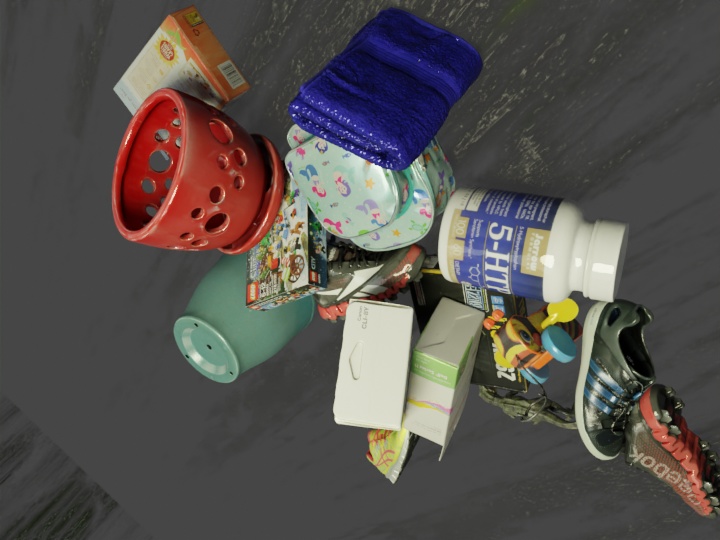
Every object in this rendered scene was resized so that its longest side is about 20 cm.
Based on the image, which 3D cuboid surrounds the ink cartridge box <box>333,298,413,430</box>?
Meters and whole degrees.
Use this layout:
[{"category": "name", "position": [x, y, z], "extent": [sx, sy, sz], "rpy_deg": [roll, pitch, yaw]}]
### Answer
[{"category": "ink cartridge box", "position": [0.023, 0.128, 0.805], "extent": [0.082, 0.148, 0.200], "rpy_deg": [6, 169, 6]}]

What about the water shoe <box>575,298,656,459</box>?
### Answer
[{"category": "water shoe", "position": [0.312, 0.138, 0.747], "extent": [0.079, 0.070, 0.204], "rpy_deg": [7, 100, 61]}]

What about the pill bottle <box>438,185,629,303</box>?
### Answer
[{"category": "pill bottle", "position": [0.201, -0.028, 0.722], "extent": [0.197, 0.120, 0.121], "rpy_deg": [12, 129, 28]}]

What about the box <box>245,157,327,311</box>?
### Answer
[{"category": "box", "position": [-0.108, -0.056, 0.879], "extent": [0.135, 0.204, 0.037], "rpy_deg": [-20, 154, 39]}]

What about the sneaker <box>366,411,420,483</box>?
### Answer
[{"category": "sneaker", "position": [0.054, 0.315, 1.126], "extent": [0.089, 0.078, 0.202], "rpy_deg": [30, 136, 15]}]

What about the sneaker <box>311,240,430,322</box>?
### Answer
[{"category": "sneaker", "position": [0.000, 0.000, 0.847], "extent": [0.198, 0.071, 0.098], "rpy_deg": [-24, 115, 35]}]

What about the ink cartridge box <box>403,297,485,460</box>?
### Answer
[{"category": "ink cartridge box", "position": [0.113, 0.155, 0.860], "extent": [0.066, 0.117, 0.203], "rpy_deg": [18, 131, 19]}]

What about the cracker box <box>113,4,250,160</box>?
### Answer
[{"category": "cracker box", "position": [-0.268, -0.270, 0.912], "extent": [0.198, 0.058, 0.135], "rpy_deg": [-24, 107, 43]}]

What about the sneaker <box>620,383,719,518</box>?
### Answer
[{"category": "sneaker", "position": [0.403, 0.243, 0.814], "extent": [0.097, 0.071, 0.202], "rpy_deg": [-27, 103, 44]}]

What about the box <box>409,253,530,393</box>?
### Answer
[{"category": "box", "position": [0.159, 0.075, 0.885], "extent": [0.157, 0.049, 0.203], "rpy_deg": [4, 125, 31]}]

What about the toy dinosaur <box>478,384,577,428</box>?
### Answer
[{"category": "toy dinosaur", "position": [0.260, 0.202, 0.889], "extent": [0.087, 0.048, 0.198], "rpy_deg": [20, 171, -40]}]

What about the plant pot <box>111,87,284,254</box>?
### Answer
[{"category": "plant pot", "position": [-0.216, -0.120, 0.847], "extent": [0.198, 0.205, 0.181], "rpy_deg": [-15, 157, 41]}]

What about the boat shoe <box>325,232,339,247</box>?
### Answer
[{"category": "boat shoe", "position": [-0.072, -0.038, 0.950], "extent": [0.197, 0.069, 0.085], "rpy_deg": [23, 125, 18]}]

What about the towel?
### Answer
[{"category": "towel", "position": [0.032, -0.201, 0.650], "extent": [0.146, 0.201, 0.050], "rpy_deg": [26, 147, 14]}]

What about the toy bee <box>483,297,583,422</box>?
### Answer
[{"category": "toy bee", "position": [0.209, 0.080, 0.752], "extent": [0.109, 0.200, 0.131], "rpy_deg": [46, 106, 9]}]

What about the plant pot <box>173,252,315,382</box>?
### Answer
[{"category": "plant pot", "position": [-0.207, 0.080, 1.048], "extent": [0.197, 0.188, 0.203], "rpy_deg": [19, 133, 22]}]

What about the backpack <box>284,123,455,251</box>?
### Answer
[{"category": "backpack", "position": [0.017, -0.122, 0.768], "extent": [0.176, 0.151, 0.202], "rpy_deg": [-14, 119, 40]}]
